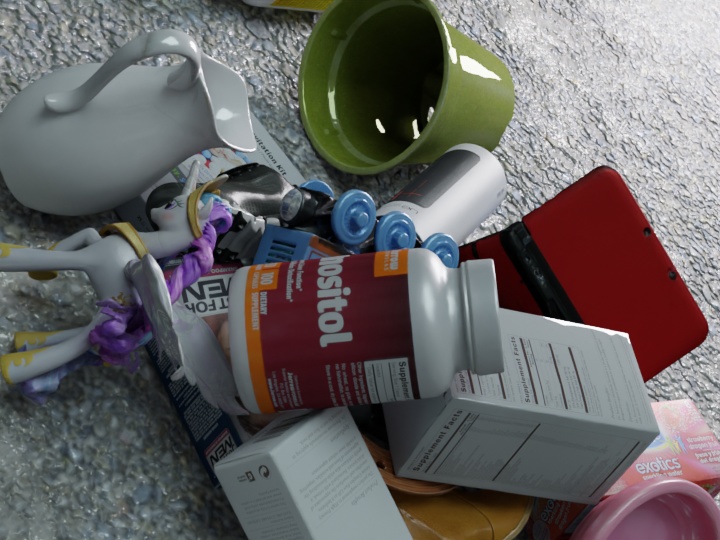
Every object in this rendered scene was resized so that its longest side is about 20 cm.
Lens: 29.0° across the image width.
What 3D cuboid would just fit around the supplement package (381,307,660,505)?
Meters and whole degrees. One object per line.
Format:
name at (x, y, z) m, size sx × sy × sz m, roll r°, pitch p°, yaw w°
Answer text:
supplement package at (0.130, 0.111, 1.171) m, size 0.198 × 0.114 × 0.110 m, roll 12°, pitch 43°, yaw -23°

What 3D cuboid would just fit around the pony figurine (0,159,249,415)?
pony figurine at (-0.176, 0.025, 1.058) m, size 0.167 × 0.198 × 0.195 m, roll 67°, pitch 5°, yaw -66°

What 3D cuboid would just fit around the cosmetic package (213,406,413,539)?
cosmetic package at (-0.020, 0.211, 1.073) m, size 0.101 × 0.074 × 0.202 m, roll -31°, pitch 99°, yaw -49°

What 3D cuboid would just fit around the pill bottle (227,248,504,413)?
pill bottle at (0.006, 0.043, 1.049) m, size 0.197 × 0.114 × 0.114 m, roll -6°, pitch 48°, yaw 5°

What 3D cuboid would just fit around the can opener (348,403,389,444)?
can opener at (0.023, 0.139, 1.238) m, size 0.199 × 0.053 × 0.067 m, roll 30°, pitch 37°, yaw -18°

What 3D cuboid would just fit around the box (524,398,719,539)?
box at (0.245, 0.194, 1.326) m, size 0.198 × 0.100 × 0.096 m, roll -2°, pitch 50°, yaw -34°

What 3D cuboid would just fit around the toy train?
toy train at (0.000, 0.000, 1.188) m, size 0.199 × 0.086 × 0.115 m, roll 25°, pitch 85°, yaw -40°

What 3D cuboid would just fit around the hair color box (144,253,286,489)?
hair color box at (-0.116, 0.074, 1.171) m, size 0.099 × 0.061 × 0.201 m, roll -9°, pitch 62°, yaw -46°

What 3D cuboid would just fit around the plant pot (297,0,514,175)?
plant pot at (0.065, -0.191, 1.492) m, size 0.183 × 0.200 × 0.202 m, roll 8°, pitch 49°, yaw -52°

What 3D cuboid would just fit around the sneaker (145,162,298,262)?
sneaker at (-0.109, -0.054, 1.200) m, size 0.199 × 0.066 × 0.091 m, roll 11°, pitch 44°, yaw -43°

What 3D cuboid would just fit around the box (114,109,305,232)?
box at (-0.161, -0.101, 1.309) m, size 0.156 × 0.041 × 0.199 m, roll 52°, pitch 38°, yaw 9°

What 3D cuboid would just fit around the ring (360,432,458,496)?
ring at (0.019, 0.109, 1.202) m, size 0.199 × 0.019 × 0.202 m, roll 26°, pitch 38°, yaw -22°

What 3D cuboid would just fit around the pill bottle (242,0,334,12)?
pill bottle at (-0.079, -0.348, 1.547) m, size 0.199 × 0.113 × 0.113 m, roll -5°, pitch 58°, yaw -44°

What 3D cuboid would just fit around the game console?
game console at (0.207, 0.025, 1.361) m, size 0.118 × 0.172 × 0.201 m, roll -37°, pitch 99°, yaw -33°

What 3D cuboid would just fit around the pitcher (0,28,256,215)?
pitcher at (-0.204, -0.128, 1.137) m, size 0.172 × 0.198 × 0.122 m, roll 56°, pitch 21°, yaw -63°

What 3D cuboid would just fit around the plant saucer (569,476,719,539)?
plant saucer at (0.241, 0.275, 1.235) m, size 0.199 × 0.203 × 0.051 m, roll 6°, pitch 10°, yaw -38°

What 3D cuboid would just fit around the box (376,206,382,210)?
box at (0.001, 0.013, 1.337) m, size 0.199 × 0.051 × 0.159 m, roll -1°, pitch 56°, yaw -43°

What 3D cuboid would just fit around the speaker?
speaker at (0.070, -0.053, 1.356) m, size 0.081 × 0.081 × 0.200 m, roll 45°, pitch 38°, yaw 3°

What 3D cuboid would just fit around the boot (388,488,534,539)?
boot at (0.066, 0.200, 1.208) m, size 0.144 × 0.071 × 0.201 m, roll 42°, pitch 42°, yaw -3°
